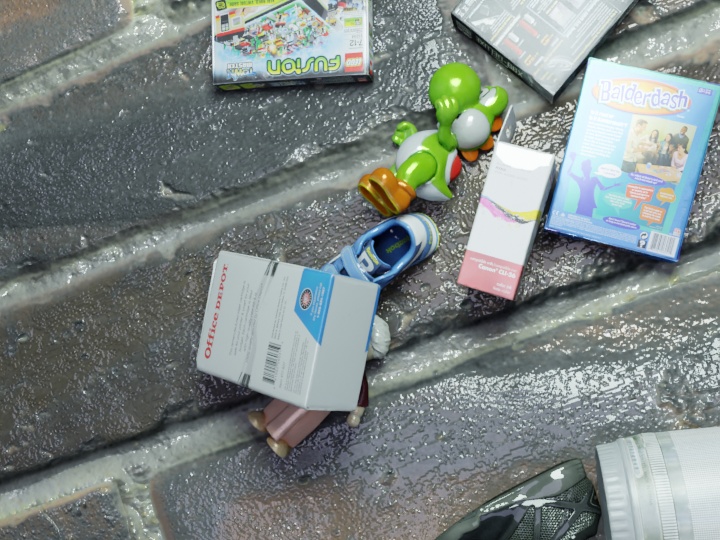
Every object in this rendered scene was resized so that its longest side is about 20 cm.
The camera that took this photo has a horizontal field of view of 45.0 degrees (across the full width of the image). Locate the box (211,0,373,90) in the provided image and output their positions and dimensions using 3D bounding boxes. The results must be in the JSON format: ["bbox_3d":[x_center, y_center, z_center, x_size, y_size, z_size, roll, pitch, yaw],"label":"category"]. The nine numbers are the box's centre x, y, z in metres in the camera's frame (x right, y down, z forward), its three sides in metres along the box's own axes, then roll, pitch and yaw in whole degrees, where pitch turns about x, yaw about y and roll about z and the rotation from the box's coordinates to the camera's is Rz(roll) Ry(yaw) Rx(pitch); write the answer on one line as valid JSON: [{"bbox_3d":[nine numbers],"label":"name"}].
[{"bbox_3d":[-0.084,-0.285,1.072,0.198,0.035,0.111,-2,88,11],"label":"box"}]

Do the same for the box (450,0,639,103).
[{"bbox_3d":[0.227,-0.322,1.004,0.157,0.050,0.200,41,96,10],"label":"box"}]

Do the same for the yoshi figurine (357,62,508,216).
[{"bbox_3d":[0.079,-0.161,0.998,0.200,0.112,0.112,-43,58,-10],"label":"yoshi figurine"}]

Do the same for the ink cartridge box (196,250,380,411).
[{"bbox_3d":[-0.087,0.065,0.993,0.199,0.084,0.147,12,90,44],"label":"ink cartridge box"}]

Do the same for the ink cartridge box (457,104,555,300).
[{"bbox_3d":[0.171,-0.071,0.972,0.067,0.116,0.202,16,92,12],"label":"ink cartridge box"}]

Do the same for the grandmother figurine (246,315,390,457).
[{"bbox_3d":[-0.038,0.134,1.037,0.121,0.061,0.200,45,98,9],"label":"grandmother figurine"}]

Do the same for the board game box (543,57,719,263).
[{"bbox_3d":[0.306,-0.124,0.984,0.151,0.045,0.202,16,91,12],"label":"board game box"}]

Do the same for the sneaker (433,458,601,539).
[{"bbox_3d":[0.181,0.303,0.976,0.198,0.076,0.115,-26,74,4],"label":"sneaker"}]

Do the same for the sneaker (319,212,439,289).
[{"bbox_3d":[0.000,0.000,1.022,0.200,0.082,0.074,-41,82,10],"label":"sneaker"}]

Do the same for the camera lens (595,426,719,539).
[{"bbox_3d":[0.355,0.246,0.902,0.198,0.160,0.162,-7,87,11],"label":"camera lens"}]
